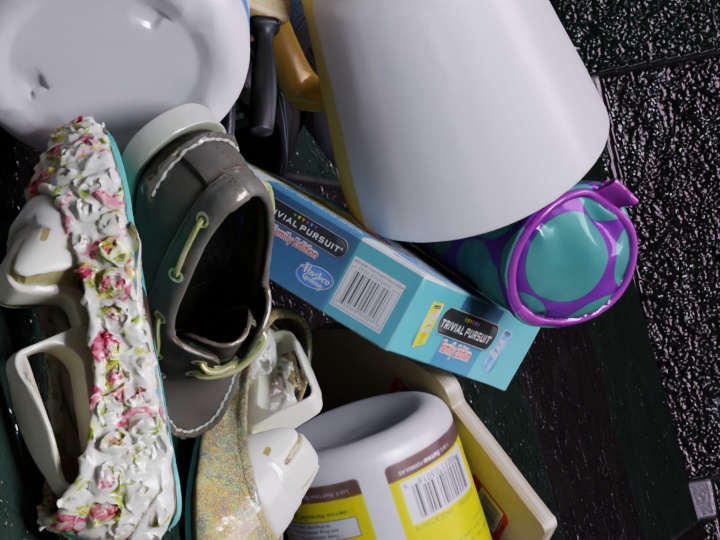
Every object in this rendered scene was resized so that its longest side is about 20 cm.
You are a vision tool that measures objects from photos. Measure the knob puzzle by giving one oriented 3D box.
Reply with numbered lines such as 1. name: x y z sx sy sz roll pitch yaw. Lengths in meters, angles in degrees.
1. knob puzzle: 0.038 0.106 1.728 0.220 0.030 0.220 43 -31 33

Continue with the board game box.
1. board game box: 0.000 0.000 1.633 0.151 0.047 0.200 31 4 22

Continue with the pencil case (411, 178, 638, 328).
1. pencil case: 0.074 -0.038 1.640 0.085 0.093 0.200 40 0 -33

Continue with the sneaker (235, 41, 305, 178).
1. sneaker: -0.076 -0.129 1.651 0.079 0.075 0.200 -88 159 -48

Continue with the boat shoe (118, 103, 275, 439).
1. boat shoe: -0.075 0.015 1.350 0.060 0.072 0.202 44 -32 30

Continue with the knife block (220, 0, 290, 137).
1. knife block: -0.072 -0.154 1.551 0.200 0.064 0.176 -41 104 -46

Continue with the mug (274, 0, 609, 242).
1. mug: 0.022 -0.115 1.560 0.150 0.186 0.154 -78 152 -53

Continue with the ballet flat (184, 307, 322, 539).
1. ballet flat: -0.051 0.087 1.513 0.200 0.070 0.071 -89 160 -53

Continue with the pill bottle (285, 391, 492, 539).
1. pill bottle: 0.026 0.177 1.648 0.109 0.109 0.201 -62 136 -73

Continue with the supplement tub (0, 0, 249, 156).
1. supplement tub: -0.116 -0.159 1.365 0.201 0.131 0.132 -94 164 -44

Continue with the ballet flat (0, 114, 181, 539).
1. ballet flat: -0.123 0.025 1.264 0.076 0.064 0.201 -43 -126 53

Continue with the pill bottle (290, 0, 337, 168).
1. pill bottle: -0.011 -0.148 1.793 0.200 0.108 0.109 56 -5 46
